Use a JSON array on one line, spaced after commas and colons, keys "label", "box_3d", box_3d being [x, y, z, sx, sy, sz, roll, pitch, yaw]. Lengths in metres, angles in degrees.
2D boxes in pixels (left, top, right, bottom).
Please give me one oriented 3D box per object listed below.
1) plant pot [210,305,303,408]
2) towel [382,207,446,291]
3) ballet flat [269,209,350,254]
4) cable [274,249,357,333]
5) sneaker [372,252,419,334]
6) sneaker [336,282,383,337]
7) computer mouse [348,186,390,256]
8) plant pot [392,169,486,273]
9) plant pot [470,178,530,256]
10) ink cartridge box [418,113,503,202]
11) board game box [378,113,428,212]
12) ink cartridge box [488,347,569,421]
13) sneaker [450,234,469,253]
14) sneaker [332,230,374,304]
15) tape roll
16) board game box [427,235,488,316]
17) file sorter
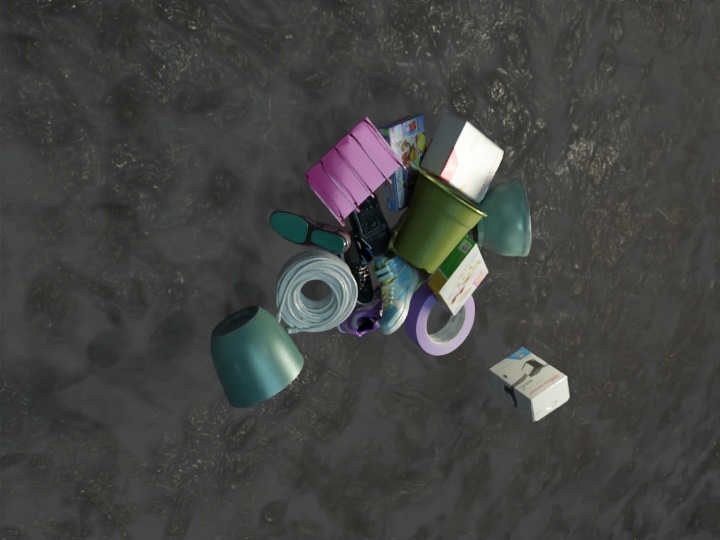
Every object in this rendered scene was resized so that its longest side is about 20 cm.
[{"label": "plant pot", "box_3d": [-0.248, 0.181, 1.559, 0.198, 0.200, 0.164, -31, 109, -16]}, {"label": "towel", "box_3d": [0.134, -0.051, 1.788, 0.148, 0.036, 0.201, -45, 125, -7]}, {"label": "ballet flat", "box_3d": [-0.114, -0.092, 1.592, 0.194, 0.071, 0.071, 18, 111, 5]}, {"label": "cable", "box_3d": [-0.106, 0.051, 1.626, 0.193, 0.070, 0.205, 4, 116, -10]}, {"label": "sneaker", "box_3d": [0.065, 0.047, 1.696, 0.131, 0.078, 0.203, 44, 50, -27]}, {"label": "sneaker", "box_3d": [0.035, 0.106, 1.758, 0.197, 0.088, 0.082, -33, 120, -17]}, {"label": "computer mouse", "box_3d": [0.017, -0.135, 1.683, 0.136, 0.052, 0.206, -24, 109, -25]}, {"label": "plant pot", "box_3d": [0.173, -0.105, 1.651, 0.197, 0.200, 0.193, 22, 105, -34]}, {"label": "plant pot", "box_3d": [0.362, -0.131, 1.816, 0.130, 0.201, 0.206, -7, 115, 1]}, {"label": "ink cartridge box", "box_3d": [0.255, -0.278, 1.721, 0.198, 0.085, 0.151, 23, 95, -50]}, {"label": "board game box", "box_3d": [0.109, -0.263, 1.670, 0.134, 0.034, 0.206, -29, 121, -41]}, {"label": "ink cartridge box", "box_3d": [0.501, 0.336, 2.050, 0.142, 0.199, 0.086, -26, 120, -18]}, {"label": "sneaker", "box_3d": [0.231, -0.079, 1.803, 0.114, 0.075, 0.206, -23, 110, -37]}, {"label": "sneaker", "box_3d": [0.000, 0.000, 1.662, 0.073, 0.111, 0.204, -37, 114, -28]}, {"label": "tape roll", "box_3d": [0.218, 0.126, 1.887, 0.195, 0.065, 0.206, -11, 113, -27]}, {"label": "board game box", "box_3d": [0.251, 0.018, 1.748, 0.154, 0.040, 0.200, -51, 153, -5]}, {"label": "file sorter", "box_3d": [-0.011, -0.218, 1.540, 0.199, 0.126, 0.139, -41, 106, 6]}]
